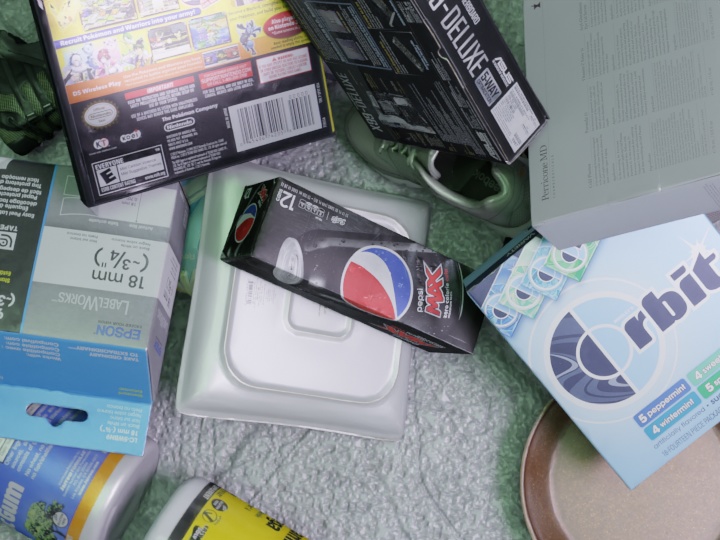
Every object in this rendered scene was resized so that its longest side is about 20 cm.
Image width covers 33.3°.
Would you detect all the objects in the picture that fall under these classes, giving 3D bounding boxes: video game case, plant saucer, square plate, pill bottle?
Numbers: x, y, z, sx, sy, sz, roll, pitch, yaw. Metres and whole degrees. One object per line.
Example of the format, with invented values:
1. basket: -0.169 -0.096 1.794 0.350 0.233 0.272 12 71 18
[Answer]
1. video game case: -0.124 -0.159 0.862 0.199 0.025 0.182 -19 114 -20
2. plant saucer: 0.225 0.169 0.955 0.199 0.037 0.202 0 83 3
3. square plate: -0.036 0.025 0.946 0.197 0.028 0.201 11 82 -26
4. pill bottle: -0.270 0.140 0.949 0.199 0.112 0.113 26 85 6
5. pill bottle: -0.073 0.253 0.924 0.199 0.112 0.113 29 86 6

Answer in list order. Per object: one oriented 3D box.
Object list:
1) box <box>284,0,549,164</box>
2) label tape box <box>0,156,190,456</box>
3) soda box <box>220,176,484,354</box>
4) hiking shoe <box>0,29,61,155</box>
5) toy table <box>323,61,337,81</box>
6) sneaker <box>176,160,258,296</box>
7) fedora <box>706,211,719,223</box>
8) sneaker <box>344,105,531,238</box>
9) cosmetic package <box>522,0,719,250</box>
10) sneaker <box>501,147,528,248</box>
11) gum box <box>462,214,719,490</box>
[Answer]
1. box: 0.023 -0.169 0.832 0.050 0.157 0.200 -48 125 -17
2. label tape box: -0.216 0.026 0.893 0.143 0.063 0.201 7 73 1
3. soda box: 0.000 0.000 0.909 0.199 0.071 0.064 24 77 -24
4. hiking shoe: -0.258 -0.144 1.011 0.199 0.076 0.101 9 92 13
5. toy table: -0.023 -0.239 0.979 0.199 0.117 0.185 18 84 6
6. sneaker: -0.140 0.005 0.975 0.200 0.080 0.131 -36 81 -1
7. fedora: 0.254 -0.103 0.942 0.200 0.177 0.090 43 117 -6
8. sneaker: 0.058 -0.095 0.943 0.199 0.092 0.076 28 95 32
9. cosmetic package: 0.191 -0.128 0.835 0.150 0.052 0.201 -13 61 29
10. sneaker: 0.171 -0.052 0.982 0.088 0.077 0.201 16 82 -26
11. gum box: 0.203 0.033 0.895 0.170 0.045 0.200 -40 99 7
